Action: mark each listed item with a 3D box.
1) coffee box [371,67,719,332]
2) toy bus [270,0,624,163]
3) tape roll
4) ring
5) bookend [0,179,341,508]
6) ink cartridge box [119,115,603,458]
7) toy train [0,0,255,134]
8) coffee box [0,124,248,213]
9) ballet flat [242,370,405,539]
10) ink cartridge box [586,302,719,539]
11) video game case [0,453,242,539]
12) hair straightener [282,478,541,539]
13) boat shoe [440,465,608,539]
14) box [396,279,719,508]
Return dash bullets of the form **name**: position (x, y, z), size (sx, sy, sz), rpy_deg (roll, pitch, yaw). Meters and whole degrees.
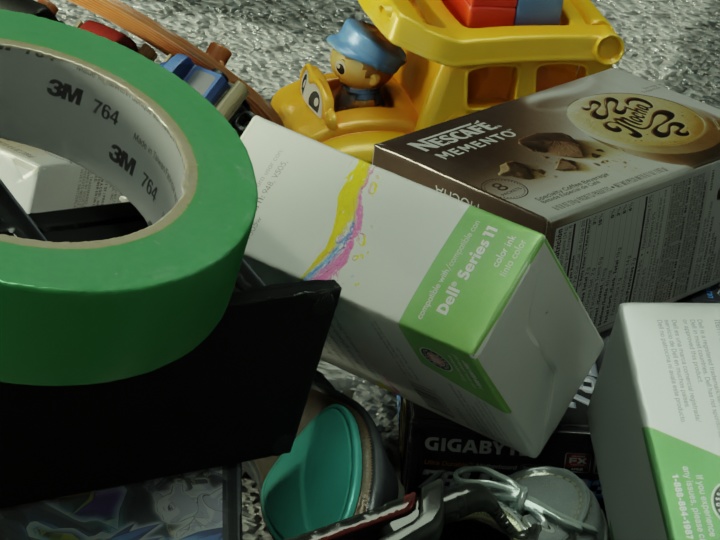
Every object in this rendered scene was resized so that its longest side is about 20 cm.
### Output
- **coffee box**: position (0.106, -0.031, 1.373), size (0.113, 0.080, 0.200), rpy_deg (26, 31, 35)
- **toy bus**: position (0.046, -0.110, 1.504), size (0.199, 0.193, 0.136), rpy_deg (-3, 29, -14)
- **tape roll**: position (-0.142, -0.035, 1.093), size (0.199, 0.048, 0.201), rpy_deg (13, 33, -8)
- **ring**: position (-0.126, -0.125, 1.460), size (0.200, 0.019, 0.200), rpy_deg (28, -9, 5)
- **bookend**: position (-0.148, -0.001, 1.172), size (0.199, 0.092, 0.199), rpy_deg (-8, 40, -34)
- **ink cartridge box**: position (0.000, 0.000, 1.240), size (0.199, 0.117, 0.067), rpy_deg (24, 73, 28)
- **toy train**: position (-0.130, -0.108, 1.404), size (0.199, 0.046, 0.034), rpy_deg (23, 68, 37)
- **coffee box**: position (-0.148, -0.043, 1.405), size (0.114, 0.080, 0.200), rpy_deg (23, 18, 29)
- **ballet flat**: position (-0.016, 0.087, 1.232), size (0.073, 0.073, 0.200), rpy_deg (-4, 22, -19)
- **ink cartridge box**: position (0.212, 0.094, 1.194), size (0.199, 0.088, 0.146), rpy_deg (-1, 50, -10)
- **video game case**: position (-0.146, 0.115, 1.105), size (0.199, 0.026, 0.181), rpy_deg (10, 31, -9)
- **hair straightener**: position (-0.010, 0.134, 1.049), size (0.199, 0.041, 0.077), rpy_deg (-15, 51, -27)
- **boat shoe**: position (0.044, 0.127, 1.161), size (0.074, 0.065, 0.202), rpy_deg (23, 31, 31)
- **box**: position (0.116, 0.050, 1.355), size (0.197, 0.050, 0.200), rpy_deg (6, 26, -3)
